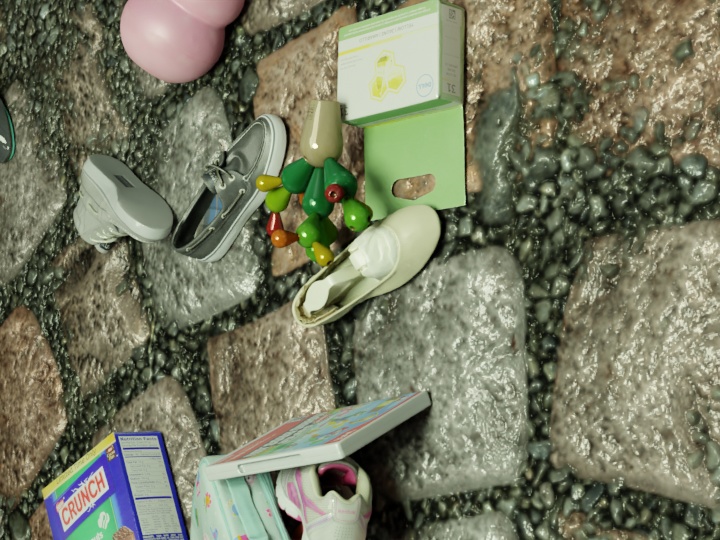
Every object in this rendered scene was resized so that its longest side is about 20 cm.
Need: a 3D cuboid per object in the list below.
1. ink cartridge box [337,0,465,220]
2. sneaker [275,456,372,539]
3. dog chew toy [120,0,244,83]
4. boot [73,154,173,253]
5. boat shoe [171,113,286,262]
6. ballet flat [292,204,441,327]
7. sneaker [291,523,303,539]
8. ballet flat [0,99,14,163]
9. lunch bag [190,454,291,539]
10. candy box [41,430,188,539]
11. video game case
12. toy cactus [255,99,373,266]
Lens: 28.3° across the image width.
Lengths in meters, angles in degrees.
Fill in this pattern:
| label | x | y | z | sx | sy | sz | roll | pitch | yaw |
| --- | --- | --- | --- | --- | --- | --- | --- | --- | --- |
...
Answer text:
| label | x | y | z | sx | sy | sz | roll | pitch | yaw |
| --- | --- | --- | --- | --- | --- | --- | --- | --- | --- |
| ink cartridge box | 0.040 | -0.160 | 1.451 | 0.145 | 0.048 | 0.202 | -7 | 78 | 45 |
| sneaker | -0.028 | 0.216 | 1.416 | 0.200 | 0.081 | 0.089 | -125 | 47 | -62 |
| dog chew toy | -0.192 | -0.319 | 1.660 | 0.201 | 0.124 | 0.125 | -55 | 51 | 16 |
| boot | -0.297 | -0.060 | 1.774 | 0.200 | 0.073 | 0.096 | 46 | 123 | 48 |
| boat shoe | -0.156 | -0.095 | 1.626 | 0.200 | 0.066 | 0.070 | -54 | 51 | 27 |
| ballet flat | 0.000 | 0.000 | 1.456 | 0.200 | 0.069 | 0.070 | -39 | 59 | 36 |
| sneaker | -0.023 | 0.334 | 1.431 | 0.073 | 0.077 | 0.200 | -55 | 49 | 28 |
| ballet flat | -0.549 | -0.242 | 2.045 | 0.073 | 0.073 | 0.201 | -37 | 61 | 36 |
| lunch bag | -0.118 | 0.296 | 1.487 | 0.201 | 0.077 | 0.161 | -118 | 31 | -43 |
| candy box | -0.288 | 0.316 | 1.701 | 0.169 | 0.077 | 0.201 | -39 | 58 | 36 |
| video game case | -0.044 | 0.166 | 1.430 | 0.199 | 0.143 | 0.018 | -16 | 96 | 43 |
| toy cactus | -0.052 | -0.093 | 1.475 | 0.200 | 0.102 | 0.166 | -161 | 75 | -69 |
